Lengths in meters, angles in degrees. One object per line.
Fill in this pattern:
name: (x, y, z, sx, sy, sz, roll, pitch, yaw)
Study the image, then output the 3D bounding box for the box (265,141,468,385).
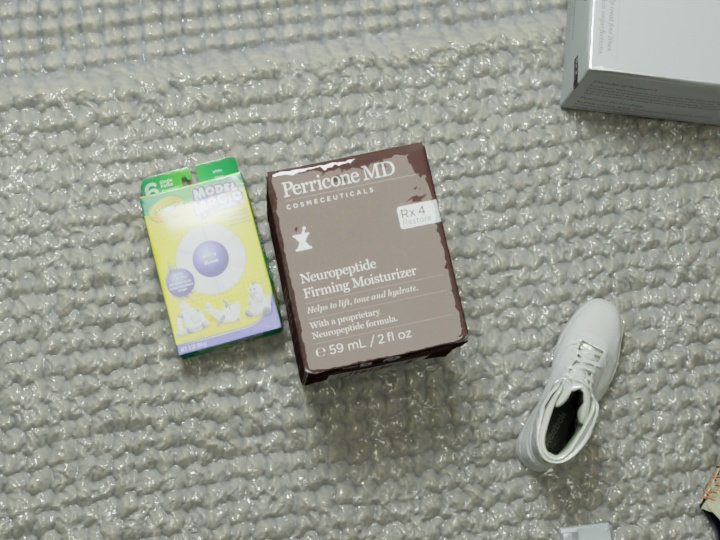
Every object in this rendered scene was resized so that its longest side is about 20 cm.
box: (0.000, 0.000, 1.121, 0.164, 0.164, 0.202, -12, 82, -6)

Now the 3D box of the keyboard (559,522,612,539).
keyboard: (0.249, 0.371, 1.158, 0.056, 0.011, 0.202, -4, 81, -10)

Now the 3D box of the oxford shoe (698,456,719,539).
oxford shoe: (0.396, 0.228, 1.160, 0.073, 0.071, 0.202, -4, 81, -2)

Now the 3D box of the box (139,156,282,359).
box: (-0.162, -0.019, 1.174, 0.116, 0.048, 0.202, -15, 81, -7)

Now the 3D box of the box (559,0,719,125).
box: (0.333, -0.280, 1.207, 0.198, 0.131, 0.201, 6, 80, -3)

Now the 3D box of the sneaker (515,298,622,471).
sneaker: (0.232, 0.116, 1.145, 0.073, 0.116, 0.202, 25, 79, 2)
